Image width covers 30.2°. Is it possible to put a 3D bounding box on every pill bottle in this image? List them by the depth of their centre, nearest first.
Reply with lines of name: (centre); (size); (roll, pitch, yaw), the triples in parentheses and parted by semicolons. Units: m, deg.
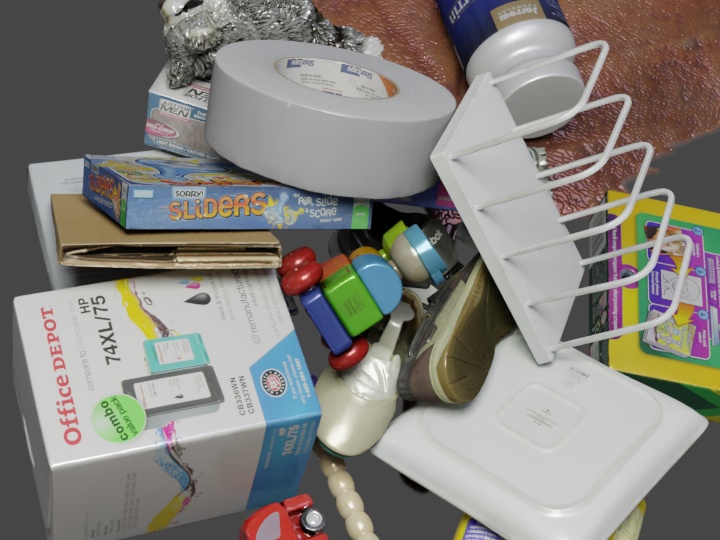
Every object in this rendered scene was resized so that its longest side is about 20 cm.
pill bottle: (0.149, -0.238, 1.340); (0.115, 0.116, 0.201); (-7, 58, -18)

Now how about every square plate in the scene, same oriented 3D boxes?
square plate: (0.140, 0.122, 1.045); (0.199, 0.029, 0.198); (28, 50, 32)

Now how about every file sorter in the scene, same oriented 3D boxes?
file sorter: (0.168, -0.056, 1.056); (0.201, 0.124, 0.139); (60, 34, -22)

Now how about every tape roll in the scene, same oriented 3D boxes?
tape roll: (-0.025, -0.126, 1.080); (0.198, 0.067, 0.201); (10, 23, -4)

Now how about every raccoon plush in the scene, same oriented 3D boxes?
raccoon plush: (-0.079, -0.201, 1.170); (0.198, 0.097, 0.135); (16, 48, -1)

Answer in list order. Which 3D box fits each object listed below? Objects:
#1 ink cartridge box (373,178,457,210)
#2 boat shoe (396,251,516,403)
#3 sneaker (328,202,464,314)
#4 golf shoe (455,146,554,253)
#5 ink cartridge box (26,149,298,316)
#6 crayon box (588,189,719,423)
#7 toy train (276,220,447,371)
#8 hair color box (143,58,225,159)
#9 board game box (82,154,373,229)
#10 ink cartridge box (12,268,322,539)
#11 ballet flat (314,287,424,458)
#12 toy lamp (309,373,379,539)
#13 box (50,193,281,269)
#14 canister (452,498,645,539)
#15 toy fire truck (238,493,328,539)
ink cartridge box: (0.034, -0.093, 1.193); (0.118, 0.042, 0.200); (6, 15, -9)
boat shoe: (0.082, 0.036, 1.089); (0.065, 0.072, 0.201); (-9, 30, 30)
sneaker: (0.062, 0.002, 1.167); (0.199, 0.091, 0.067); (34, 56, 11)
golf shoe: (0.138, -0.020, 1.227); (0.096, 0.079, 0.201); (-8, 52, 5)
ink cartridge box: (-0.174, -0.017, 1.154); (0.198, 0.041, 0.201); (-8, 56, -20)
crayon box: (0.299, 0.035, 1.221); (0.171, 0.058, 0.201); (12, 54, -6)
toy train: (0.000, 0.000, 1.073); (0.115, 0.200, 0.085); (-32, 102, 0)
hair color box: (-0.123, -0.180, 1.242); (0.099, 0.061, 0.201); (17, 39, 2)
board game box: (-0.107, -0.062, 1.058); (0.198, 0.035, 0.135); (-1, 14, -27)
ink cartridge box: (-0.152, 0.101, 1.013); (0.198, 0.146, 0.148); (-10, 58, -20)
ballet flat: (0.012, 0.073, 1.080); (0.069, 0.070, 0.200); (24, 30, 4)
toy lamp: (-0.013, 0.175, 1.054); (0.058, 0.058, 0.201); (-13, 62, -21)
box: (-0.160, -0.034, 1.052); (0.162, 0.021, 0.200); (-1, 14, -15)
canister: (0.131, 0.243, 1.020); (0.147, 0.087, 0.201); (22, 52, 5)
toy fire truck: (-0.066, 0.273, 0.975); (0.140, 0.049, 0.201); (-14, 60, -21)
